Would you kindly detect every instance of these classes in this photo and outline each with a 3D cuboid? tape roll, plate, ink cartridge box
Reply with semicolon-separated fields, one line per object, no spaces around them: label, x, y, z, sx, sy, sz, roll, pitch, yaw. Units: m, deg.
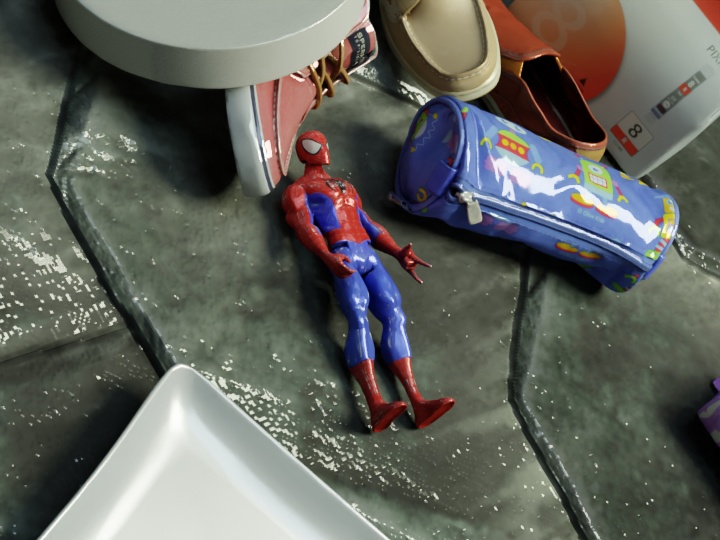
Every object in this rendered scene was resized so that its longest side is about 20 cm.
tape roll;-0.094;-0.196;1.289;0.203;0.037;0.203;2;51;-2
plate;-0.073;0.174;1.104;0.200;0.032;0.200;41;43;-6
ink cartridge box;0.216;-0.181;1.474;0.050;0.200;0.162;-31;81;-44

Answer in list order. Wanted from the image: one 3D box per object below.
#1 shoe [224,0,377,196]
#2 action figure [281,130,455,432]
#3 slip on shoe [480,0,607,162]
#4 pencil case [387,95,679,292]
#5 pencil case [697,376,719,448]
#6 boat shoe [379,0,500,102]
shoe;-0.035;-0.133;1.305;0.091;0.071;0.200;-5;50;4
action figure;0.000;0.000;1.283;0.065;0.052;0.200;-5;61;-38
slip on shoe;0.111;-0.146;1.469;0.074;0.061;0.200;-15;69;-42
pencil case;0.118;-0.047;1.387;0.200;0.078;0.087;20;32;-27
pencil case;0.311;0.148;1.402;0.200;0.084;0.085;56;8;6
boat shoe;0.040;-0.207;1.431;0.074;0.069;0.200;-21;61;-3
